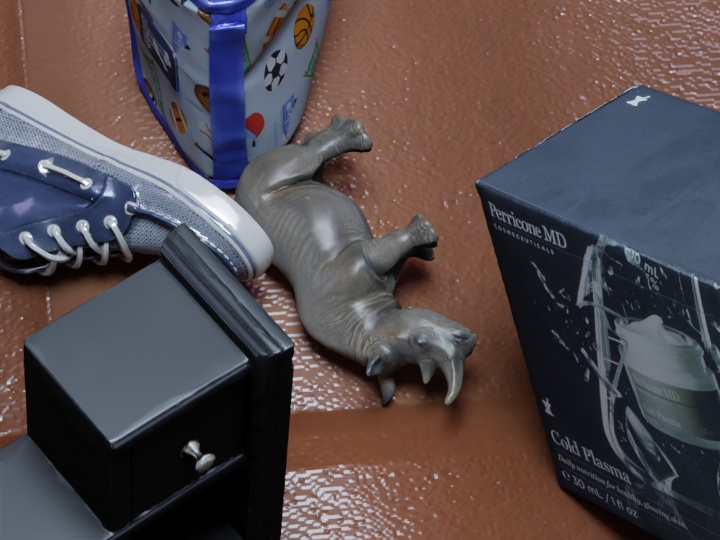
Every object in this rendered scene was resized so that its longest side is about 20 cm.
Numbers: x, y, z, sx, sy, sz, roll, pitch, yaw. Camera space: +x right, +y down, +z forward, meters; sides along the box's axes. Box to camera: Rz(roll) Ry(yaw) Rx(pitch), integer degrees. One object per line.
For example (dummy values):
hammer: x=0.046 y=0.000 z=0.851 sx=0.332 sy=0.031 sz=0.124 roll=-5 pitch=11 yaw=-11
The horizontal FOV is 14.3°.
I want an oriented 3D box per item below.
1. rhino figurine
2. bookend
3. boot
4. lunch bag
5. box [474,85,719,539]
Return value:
rhino figurine: x=0.000 y=0.000 z=1.601 sx=0.087 sy=0.060 sz=0.200 roll=-30 pitch=62 yaw=-7
bookend: x=-0.139 y=0.110 z=1.425 sx=0.198 sy=0.200 sz=0.092 roll=-31 pitch=62 yaw=-25
boot: x=-0.150 y=-0.023 z=1.609 sx=0.200 sy=0.073 sz=0.090 roll=26 pitch=63 yaw=24
lunch bag: x=-0.074 y=-0.172 z=1.652 sx=0.123 sy=0.170 sz=0.200 roll=3 pitch=54 yaw=1
box: x=0.181 y=0.035 z=1.464 sx=0.124 sy=0.197 sz=0.200 roll=-29 pitch=30 yaw=-24
